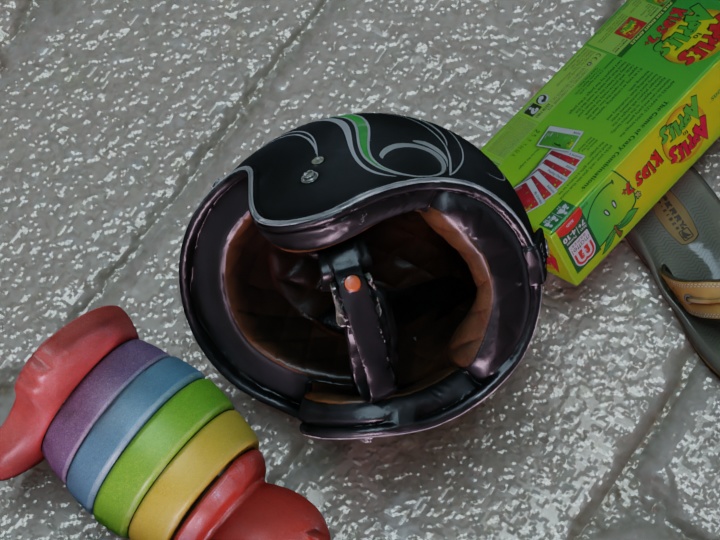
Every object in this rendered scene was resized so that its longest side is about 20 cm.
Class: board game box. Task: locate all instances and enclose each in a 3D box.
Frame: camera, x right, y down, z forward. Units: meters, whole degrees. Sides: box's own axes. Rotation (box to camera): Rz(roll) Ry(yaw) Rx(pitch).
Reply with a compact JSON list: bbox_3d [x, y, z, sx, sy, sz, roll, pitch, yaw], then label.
[{"bbox_3d":[0.158,-0.090,1.485,0.200,0.048,0.101,-45,42,-15],"label":"board game box"}]

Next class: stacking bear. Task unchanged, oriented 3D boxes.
[{"bbox_3d":[-0.104,0.123,1.400,0.200,0.122,0.114,40,41,11],"label":"stacking bear"}]

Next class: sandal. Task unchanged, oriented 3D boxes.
[{"bbox_3d":[0.223,-0.001,1.452,0.081,0.055,0.201,-29,65,-8],"label":"sandal"}]

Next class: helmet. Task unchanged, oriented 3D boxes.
[{"bbox_3d":[0.000,0.000,1.401,0.199,0.191,0.202,-5,103,-20],"label":"helmet"}]
